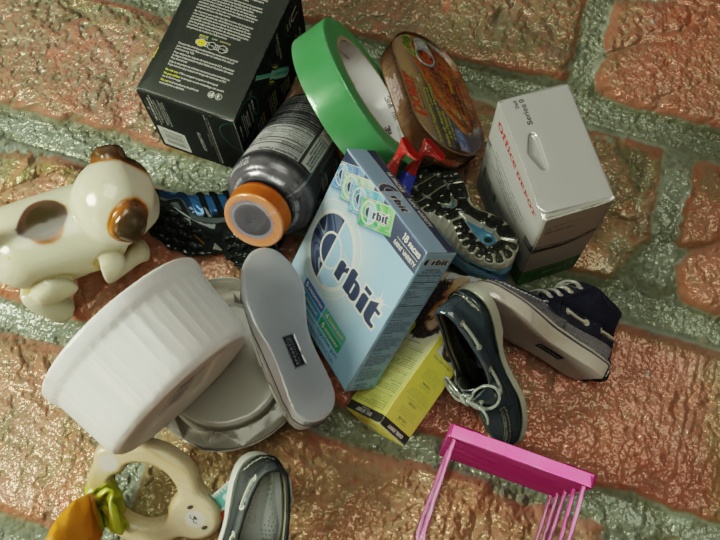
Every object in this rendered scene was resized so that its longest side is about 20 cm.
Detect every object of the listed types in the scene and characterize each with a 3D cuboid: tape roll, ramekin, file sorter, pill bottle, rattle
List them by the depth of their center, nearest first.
[{"bbox_3d":[0.132,0.246,0.880,0.138,0.200,0.126,19,75,8],"label":"file sorter"},{"bbox_3d":[-0.209,0.091,0.887,0.200,0.201,0.098,-44,83,-12],"label":"ramekin"},{"bbox_3d":[-0.198,0.255,0.911,0.199,0.143,0.131,20,93,-1],"label":"rattle"},{"bbox_3d":[-0.085,-0.113,1.017,0.106,0.107,0.200,19,43,8],"label":"pill bottle"},{"bbox_3d":[-0.002,-0.198,1.036,0.048,0.200,0.201,-29,70,20],"label":"tape roll"}]

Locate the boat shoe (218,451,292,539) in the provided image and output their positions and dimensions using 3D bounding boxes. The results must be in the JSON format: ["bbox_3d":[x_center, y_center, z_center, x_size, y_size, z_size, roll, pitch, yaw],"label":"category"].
[{"bbox_3d":[-0.112,0.292,0.913,0.075,0.060,0.201,2,91,-28],"label":"boat shoe"}]

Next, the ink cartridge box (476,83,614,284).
[{"bbox_3d":[0.201,-0.091,0.991,0.084,0.200,0.147,-16,71,-5],"label":"ink cartridge box"}]

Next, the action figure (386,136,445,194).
[{"bbox_3d":[0.035,-0.043,0.999,0.065,0.200,0.099,-4,52,-41],"label":"action figure"}]

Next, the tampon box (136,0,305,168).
[{"bbox_3d":[-0.162,-0.251,1.085,0.126,0.150,0.201,19,72,8],"label":"tampon box"}]

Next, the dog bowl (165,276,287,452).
[{"bbox_3d":[-0.154,0.110,1.008,0.199,0.059,0.201,0,70,1],"label":"dog bowl"}]

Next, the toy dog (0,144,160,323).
[{"bbox_3d":[-0.317,-0.059,0.989,0.199,0.194,0.140,-27,62,16],"label":"toy dog"}]

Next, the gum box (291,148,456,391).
[{"bbox_3d":[0.000,0.000,0.955,0.044,0.200,0.170,0,43,-39],"label":"gum box"}]

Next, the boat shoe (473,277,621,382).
[{"bbox_3d":[0.209,0.041,0.987,0.200,0.075,0.093,34,66,-24],"label":"boat shoe"}]

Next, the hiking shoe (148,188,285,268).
[{"bbox_3d":[-0.179,-0.062,1.074,0.199,0.075,0.087,20,46,11],"label":"hiking shoe"}]

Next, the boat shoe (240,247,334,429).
[{"bbox_3d":[-0.089,0.076,0.952,0.073,0.065,0.201,-7,71,-27],"label":"boat shoe"}]

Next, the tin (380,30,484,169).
[{"bbox_3d":[0.086,-0.210,1.084,0.112,0.042,0.201,13,50,-38],"label":"tin"}]

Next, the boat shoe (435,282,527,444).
[{"bbox_3d":[0.128,0.112,0.944,0.062,0.201,0.075,-33,32,-30],"label":"boat shoe"}]

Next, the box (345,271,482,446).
[{"bbox_3d":[0.072,0.095,0.994,0.050,0.075,0.200,44,73,-28],"label":"box"}]

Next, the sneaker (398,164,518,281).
[{"bbox_3d":[0.105,-0.047,1.044,0.078,0.090,0.200,-23,50,-17],"label":"sneaker"}]
